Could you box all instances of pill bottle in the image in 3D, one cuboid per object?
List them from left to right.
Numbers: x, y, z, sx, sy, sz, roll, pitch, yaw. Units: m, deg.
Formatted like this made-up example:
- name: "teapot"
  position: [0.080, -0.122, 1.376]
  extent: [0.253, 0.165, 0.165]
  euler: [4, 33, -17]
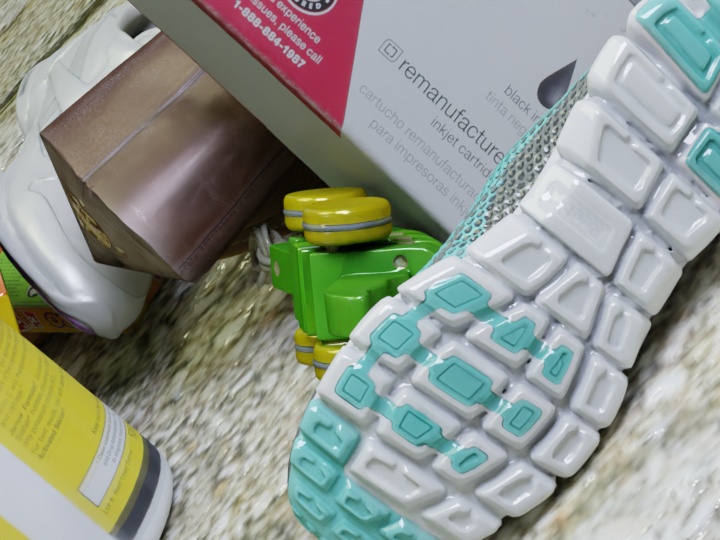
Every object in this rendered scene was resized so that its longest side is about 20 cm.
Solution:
- name: "pill bottle"
  position: [-0.174, 0.056, 0.950]
  extent: [0.112, 0.200, 0.112]
  euler: [-41, 20, 19]

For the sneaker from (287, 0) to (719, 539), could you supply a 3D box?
- name: "sneaker"
  position: [0.054, 0.005, 0.769]
  extent: [0.200, 0.078, 0.091]
  euler: [-47, 3, -4]

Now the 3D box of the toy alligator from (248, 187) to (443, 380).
- name: "toy alligator"
  position: [0.000, 0.000, 0.911]
  extent: [0.054, 0.060, 0.200]
  euler: [-5, 7, -10]

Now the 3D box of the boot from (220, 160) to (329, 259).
- name: "boot"
  position: [-0.030, -0.089, 1.111]
  extent: [0.199, 0.074, 0.155]
  euler: [-35, 22, 4]

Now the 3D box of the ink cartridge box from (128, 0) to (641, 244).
- name: "ink cartridge box"
  position: [0.035, -0.130, 0.922]
  extent: [0.200, 0.145, 0.083]
  euler: [-53, 21, -11]

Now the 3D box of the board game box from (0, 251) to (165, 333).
- name: "board game box"
  position: [-0.101, -0.053, 1.224]
  extent: [0.095, 0.030, 0.201]
  euler: [-1, 51, 40]

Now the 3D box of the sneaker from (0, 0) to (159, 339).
- name: "sneaker"
  position: [-0.110, -0.055, 1.132]
  extent: [0.099, 0.075, 0.201]
  euler: [-40, 32, 25]

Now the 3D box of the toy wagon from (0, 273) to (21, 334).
- name: "toy wagon"
  position: [-0.169, 0.016, 1.107]
  extent: [0.039, 0.156, 0.200]
  euler: [-17, 17, -7]

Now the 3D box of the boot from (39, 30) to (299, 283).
- name: "boot"
  position: [-0.068, -0.107, 1.016]
  extent: [0.200, 0.064, 0.186]
  euler: [-47, 56, -3]

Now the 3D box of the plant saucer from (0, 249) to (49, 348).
- name: "plant saucer"
  position: [-0.225, 0.039, 1.290]
  extent: [0.199, 0.032, 0.201]
  euler: [-25, 26, 13]
